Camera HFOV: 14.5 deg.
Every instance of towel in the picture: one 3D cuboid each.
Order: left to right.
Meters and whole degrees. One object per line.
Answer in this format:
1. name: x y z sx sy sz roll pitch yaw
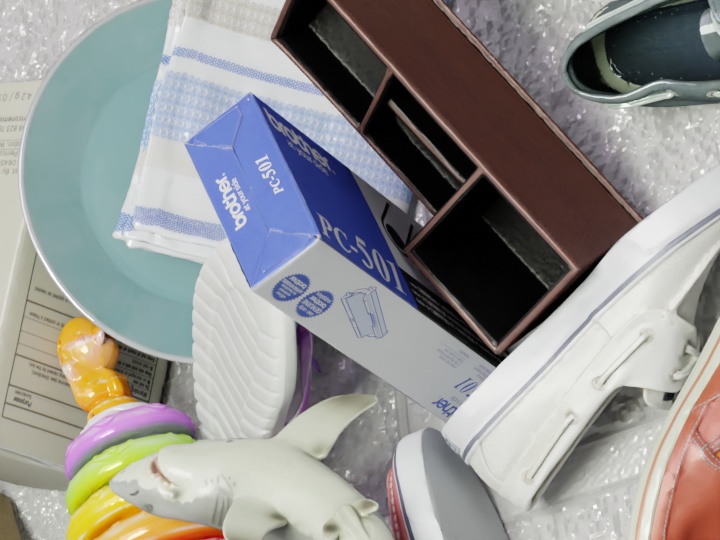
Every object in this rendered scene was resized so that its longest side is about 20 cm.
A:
1. towel: -0.036 -0.091 1.469 0.024 0.146 0.201 122 161 -76

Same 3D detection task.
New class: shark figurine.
1. shark figurine: -0.013 0.143 1.321 0.128 0.090 0.214 -26 42 -17

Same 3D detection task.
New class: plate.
1. plate: -0.079 -0.048 1.480 0.199 0.026 0.202 1 79 -7

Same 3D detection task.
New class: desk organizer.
1. desk organizer: 0.036 -0.062 1.357 0.200 0.077 0.072 48 123 8

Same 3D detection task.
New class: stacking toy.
1. stacking toy: -0.113 0.110 1.437 0.201 0.109 0.116 67 149 26

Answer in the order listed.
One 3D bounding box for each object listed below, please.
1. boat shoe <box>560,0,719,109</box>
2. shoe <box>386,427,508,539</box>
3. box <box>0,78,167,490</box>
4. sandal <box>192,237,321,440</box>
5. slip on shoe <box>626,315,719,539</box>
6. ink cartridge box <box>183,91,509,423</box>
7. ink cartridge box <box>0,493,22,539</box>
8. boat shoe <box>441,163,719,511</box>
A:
1. boat shoe: 0.180 -0.105 1.318 0.199 0.062 0.073 -2 106 43
2. shoe: 0.029 0.179 1.345 0.091 0.071 0.201 -30 60 24
3. box: -0.177 0.010 1.539 0.109 0.128 0.201 1 74 41
4. sandal: -0.047 0.052 1.413 0.083 0.050 0.203 50 150 32
5. slip on shoe: 0.174 0.083 1.266 0.061 0.074 0.201 20 83 39
6. ink cartridge box: 0.000 0.000 1.348 0.044 0.200 0.094 -36 53 14
7. ink cartridge box: -0.249 0.166 1.481 0.075 0.164 0.200 -48 32 13
8. boat shoe: 0.128 0.033 1.331 0.200 0.071 0.070 -46 79 11
